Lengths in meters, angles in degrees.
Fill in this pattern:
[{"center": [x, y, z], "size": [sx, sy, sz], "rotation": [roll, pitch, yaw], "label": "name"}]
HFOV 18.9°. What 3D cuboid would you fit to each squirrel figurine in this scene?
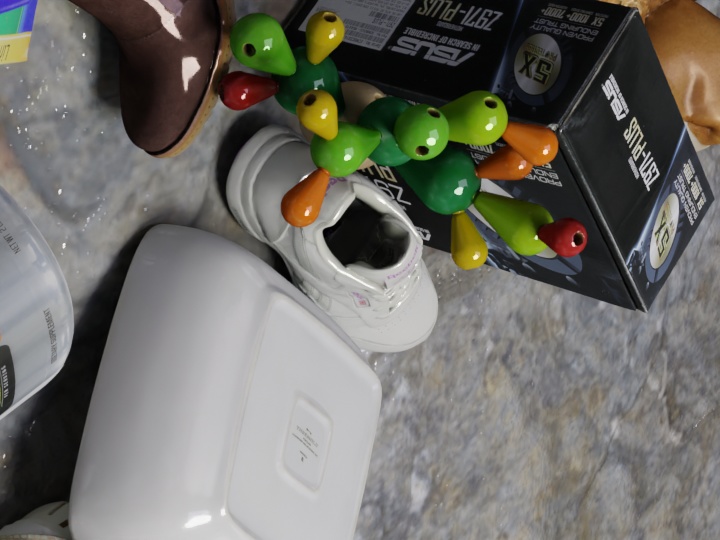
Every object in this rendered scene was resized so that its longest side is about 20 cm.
[{"center": [0.146, -0.113, 1.359], "size": [0.186, 0.141, 0.201], "rotation": [-30, 114, -29], "label": "squirrel figurine"}]

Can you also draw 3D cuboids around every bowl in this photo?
[{"center": [-0.058, 0.094, 1.158], "size": [0.200, 0.074, 0.201], "rotation": [45, 52, -50], "label": "bowl"}]

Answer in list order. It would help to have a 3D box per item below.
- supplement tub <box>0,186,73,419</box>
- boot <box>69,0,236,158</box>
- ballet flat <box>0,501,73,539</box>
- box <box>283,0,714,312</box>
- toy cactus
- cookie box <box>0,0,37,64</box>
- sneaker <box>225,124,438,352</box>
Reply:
[{"center": [-0.229, 0.046, 0.921], "size": [0.200, 0.122, 0.123], "rotation": [-40, 134, -35], "label": "supplement tub"}, {"center": [-0.138, -0.149, 1.019], "size": [0.165, 0.072, 0.202], "rotation": [-5, 111, -39], "label": "boot"}, {"center": [-0.150, 0.151, 1.138], "size": [0.200, 0.067, 0.063], "rotation": [19, 62, -58], "label": "ballet flat"}, {"center": [0.073, -0.079, 1.192], "size": [0.086, 0.199, 0.164], "rotation": [-56, 142, -21], "label": "box"}, {"center": [0.008, -0.061, 1.086], "size": [0.199, 0.165, 0.103], "rotation": [21, 90, -21], "label": "toy cactus"}, {"center": [-0.165, -0.183, 0.851], "size": [0.171, 0.075, 0.202], "rotation": [-52, 157, -80], "label": "cookie box"}, {"center": [0.000, 0.000, 1.217], "size": [0.075, 0.099, 0.200], "rotation": [-54, 141, -9], "label": "sneaker"}]
